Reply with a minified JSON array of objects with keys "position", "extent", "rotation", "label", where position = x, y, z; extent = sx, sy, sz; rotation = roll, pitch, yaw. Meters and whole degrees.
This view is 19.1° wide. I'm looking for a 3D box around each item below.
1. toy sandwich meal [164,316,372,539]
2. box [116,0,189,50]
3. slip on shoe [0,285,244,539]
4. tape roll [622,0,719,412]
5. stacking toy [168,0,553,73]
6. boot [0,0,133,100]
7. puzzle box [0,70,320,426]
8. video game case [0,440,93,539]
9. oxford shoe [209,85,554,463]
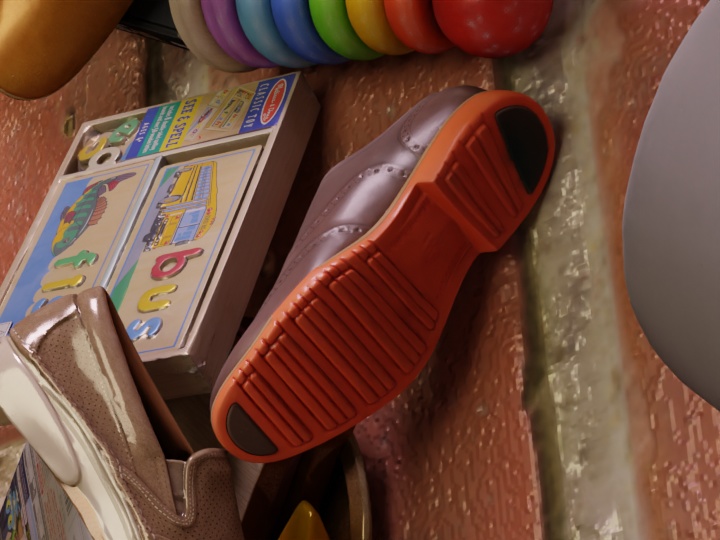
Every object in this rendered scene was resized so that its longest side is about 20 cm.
[{"position":[-0.072,0.122,0.973],"extent":[0.205,0.070,0.206],"rotation":[-20,60,40],"label":"toy sandwich meal"},{"position":[-0.089,-0.223,1.152],"extent":[0.160,0.043,0.200],"rotation":[23,91,48],"label":"box"},{"position":[-0.077,0.097,0.883],"extent":[0.061,0.076,0.200],"rotation":[-37,77,2],"label":"slip on shoe"},{"position":[0.181,-0.029,0.675],"extent":[0.066,0.200,0.200],"rotation":[42,105,46],"label":"tape roll"},{"position":[0.003,-0.129,0.996],"extent":[0.200,0.085,0.086],"rotation":[10,81,44],"label":"stacking toy"},{"position":[-0.123,-0.172,1.048],"extent":[0.201,0.071,0.144],"rotation":[-60,15,0],"label":"boot"},{"position":[-0.103,-0.012,1.007],"extent":[0.133,0.025,0.200],"rotation":[-11,39,25],"label":"puzzle box"},{"position":[-0.137,0.171,1.004],"extent":[0.182,0.023,0.200],"rotation":[118,145,-46],"label":"video game case"},{"position":[0.000,0.000,0.924],"extent":[0.200,0.071,0.072],"rotation":[-47,35,-17],"label":"oxford shoe"}]
